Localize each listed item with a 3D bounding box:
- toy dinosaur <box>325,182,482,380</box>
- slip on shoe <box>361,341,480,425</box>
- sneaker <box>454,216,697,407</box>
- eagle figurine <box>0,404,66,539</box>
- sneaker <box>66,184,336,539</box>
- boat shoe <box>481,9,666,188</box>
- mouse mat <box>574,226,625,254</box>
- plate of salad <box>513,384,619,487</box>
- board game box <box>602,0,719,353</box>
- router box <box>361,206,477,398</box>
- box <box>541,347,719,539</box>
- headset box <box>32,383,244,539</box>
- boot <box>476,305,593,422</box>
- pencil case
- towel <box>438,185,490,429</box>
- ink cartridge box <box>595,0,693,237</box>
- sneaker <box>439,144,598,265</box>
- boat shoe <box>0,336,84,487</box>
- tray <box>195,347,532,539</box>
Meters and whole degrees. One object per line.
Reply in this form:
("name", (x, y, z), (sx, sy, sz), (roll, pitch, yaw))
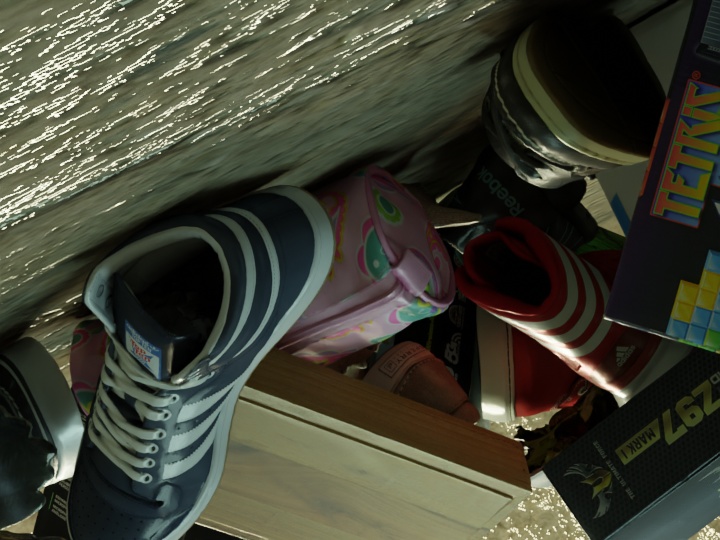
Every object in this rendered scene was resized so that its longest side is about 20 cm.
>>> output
("toy dinosaur", (0.000, 0.000, 1.250), (0.200, 0.086, 0.135), (-48, 174, 35))
("slip on shoe", (0.017, 0.128, 1.244), (0.076, 0.060, 0.201), (-32, 149, -47))
("sneaker", (0.105, 0.001, 1.210), (0.078, 0.115, 0.200), (-53, -168, 2))
("eagle figurine", (-0.236, 0.140, 1.079), (0.200, 0.151, 0.152), (-40, -159, -16))
("sneaker", (-0.091, 0.052, 1.000), (0.201, 0.070, 0.108), (-59, 164, 17))
("boat shoe", (0.085, -0.064, 0.965), (0.065, 0.073, 0.200), (-33, 175, 17))
("mouse mat", (0.181, -0.003, 1.500), (0.008, 0.199, 0.161), (-65, -160, 12))
("plate of salad", (0.159, 0.064, 1.277), (0.199, 0.048, 0.200), (-31, 175, -3))
("board game box", (0.147, -0.055, 0.913), (0.056, 0.166, 0.200), (17, -178, 9))
("router box", (-0.008, 0.060, 1.426), (0.062, 0.151, 0.200), (25, 147, -27))
("box", (0.186, 0.071, 1.133), (0.157, 0.051, 0.200), (-38, 163, 12))
("headset box", (-0.092, 0.146, 1.348), (0.093, 0.174, 0.201), (-21, 136, -53))
("boot", (0.146, 0.051, 1.375), (0.143, 0.073, 0.200), (0, -178, 13))
("pencil case", (-0.052, 0.025, 1.144), (0.199, 0.088, 0.087), (-28, 176, 19))
("towel", (0.026, 0.061, 1.491), (0.048, 0.201, 0.171), (27, 138, -27))
("ink cartridge box", (0.220, -0.075, 1.176), (0.144, 0.148, 0.200), (-29, 175, 28))
("sneaker", (0.083, -0.033, 1.309), (0.079, 0.075, 0.200), (-45, 166, 0))
("boat shoe", (-0.193, 0.084, 1.151), (0.068, 0.072, 0.200), (-25, -178, -26))
("tray", (-0.023, 0.097, 1.137), (0.199, 0.037, 0.099), (23, 128, -29))
